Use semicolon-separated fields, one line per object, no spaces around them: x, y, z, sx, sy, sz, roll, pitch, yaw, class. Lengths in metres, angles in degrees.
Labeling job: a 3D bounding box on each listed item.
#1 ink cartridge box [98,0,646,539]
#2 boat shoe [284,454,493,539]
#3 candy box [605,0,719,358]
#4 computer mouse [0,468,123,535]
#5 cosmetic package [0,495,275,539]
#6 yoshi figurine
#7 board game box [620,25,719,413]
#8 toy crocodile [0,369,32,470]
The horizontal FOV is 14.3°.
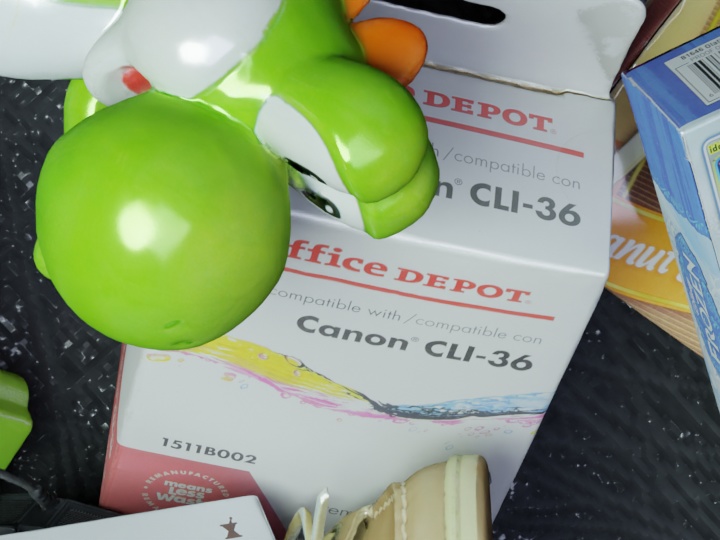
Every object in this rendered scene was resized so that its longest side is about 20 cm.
0.000;0.000;0.796;0.116;0.068;0.200;11;141;-7;ink cartridge box
-0.002;0.116;0.832;0.062;0.074;0.200;8;145;-7;boat shoe
0.154;-0.011;0.865;0.200;0.055;0.116;35;100;-12;candy box
-0.098;0.073;0.820;0.058;0.200;0.034;8;66;27;computer mouse
-0.128;0.139;0.811;0.199;0.052;0.151;-8;140;-25;cosmetic package
-0.078;-0.050;0.696;0.200;0.112;0.112;32;111;25;yoshi figurine
0.188;-0.009;0.785;0.199;0.043;0.200;-25;124;-7;board game box
-0.167;0.109;0.873;0.067;0.062;0.200;18;106;-52;toy crocodile
